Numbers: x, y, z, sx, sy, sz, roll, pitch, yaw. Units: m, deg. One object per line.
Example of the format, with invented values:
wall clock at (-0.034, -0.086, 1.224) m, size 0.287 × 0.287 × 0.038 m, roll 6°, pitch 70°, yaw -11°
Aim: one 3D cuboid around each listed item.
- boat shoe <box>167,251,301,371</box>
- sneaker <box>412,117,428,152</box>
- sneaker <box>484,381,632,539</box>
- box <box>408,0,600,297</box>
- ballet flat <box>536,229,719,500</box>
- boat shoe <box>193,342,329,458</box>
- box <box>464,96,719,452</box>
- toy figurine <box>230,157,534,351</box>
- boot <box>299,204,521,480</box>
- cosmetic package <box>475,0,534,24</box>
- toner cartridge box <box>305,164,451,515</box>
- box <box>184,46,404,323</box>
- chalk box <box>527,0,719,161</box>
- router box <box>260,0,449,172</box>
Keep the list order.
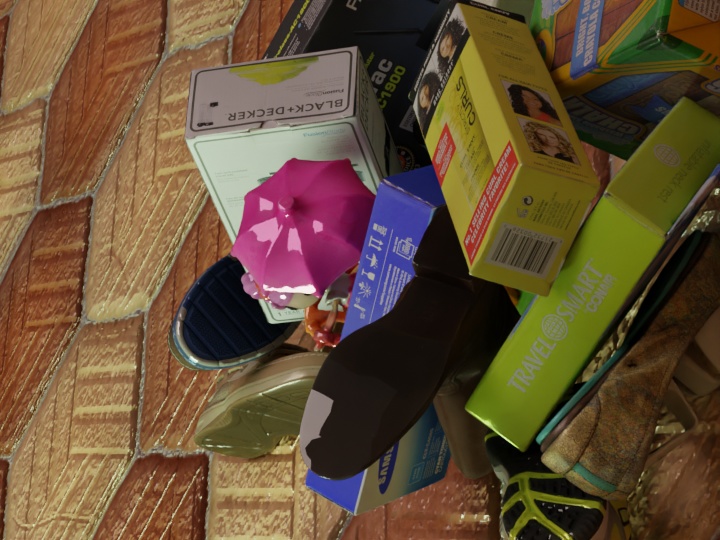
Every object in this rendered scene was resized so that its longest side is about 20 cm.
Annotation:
boat shoe at (-0.076, 0.020, 2.015) m, size 0.072 × 0.072 × 0.200 m, roll -34°, pitch 3°, yaw 44°
sneaker at (0.099, -0.150, 1.837) m, size 0.201 × 0.090 × 0.078 m, roll -64°, pitch 23°, yaw 10°
sneaker at (0.113, 0.128, 1.592) m, size 0.075 × 0.077 × 0.200 m, roll -15°, pitch 24°, yaw 14°
box at (0.075, -0.070, 1.562) m, size 0.200 × 0.050 × 0.076 m, roll -106°, pitch 36°, yaw -56°
ballet flat at (0.161, 0.055, 1.548) m, size 0.071 × 0.071 × 0.200 m, roll -42°, pitch 5°, yaw 45°
boat shoe at (-0.061, 0.079, 2.010) m, size 0.200 × 0.071 × 0.065 m, roll -27°, pitch 47°, yaw 58°
box at (0.137, -0.005, 1.559) m, size 0.122 × 0.048 × 0.200 m, roll -48°, pitch -9°, yaw -50°
toy figurine at (0.000, 0.000, 1.798) m, size 0.200 × 0.183 × 0.151 m, roll -43°, pitch 37°, yaw 47°
boot at (0.045, 0.080, 1.641) m, size 0.064 × 0.200 × 0.187 m, roll 27°, pitch 70°, yaw 24°
cosmetic package at (0.103, -0.257, 1.744) m, size 0.103 × 0.073 × 0.201 m, roll 35°, pitch 114°, yaw 48°
toner cartridge box at (0.031, 0.038, 1.687) m, size 0.043 × 0.095 × 0.201 m, roll 28°, pitch 116°, yaw 30°
box at (-0.031, -0.053, 1.874) m, size 0.116 × 0.200 × 0.060 m, roll -8°, pitch 51°, yaw 14°
chalk box at (0.172, -0.137, 1.629) m, size 0.200 × 0.123 × 0.125 m, roll -24°, pitch 49°, yaw 58°
router box at (0.029, -0.151, 1.914) m, size 0.201 × 0.149 × 0.062 m, roll -60°, pitch 26°, yaw 19°
